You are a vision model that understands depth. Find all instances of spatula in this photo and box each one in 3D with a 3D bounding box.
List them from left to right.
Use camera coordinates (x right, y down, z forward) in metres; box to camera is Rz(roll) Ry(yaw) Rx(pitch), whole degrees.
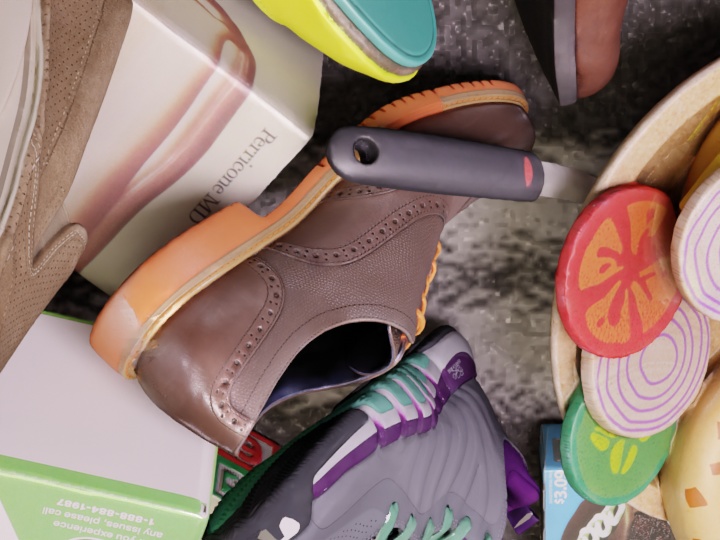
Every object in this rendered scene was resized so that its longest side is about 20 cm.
[{"bbox_3d":[0.069,-0.029,1.048,0.199,0.057,0.021,9,162,-38],"label":"spatula"}]

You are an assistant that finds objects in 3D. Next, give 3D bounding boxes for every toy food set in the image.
[{"bbox_3d":[0.150,0.009,1.062,0.198,0.049,0.200,36,93,-36],"label":"toy food set"}]

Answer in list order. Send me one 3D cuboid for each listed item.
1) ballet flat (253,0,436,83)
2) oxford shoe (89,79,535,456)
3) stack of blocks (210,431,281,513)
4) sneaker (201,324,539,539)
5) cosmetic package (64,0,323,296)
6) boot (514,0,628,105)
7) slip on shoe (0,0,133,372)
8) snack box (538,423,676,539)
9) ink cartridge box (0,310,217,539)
[{"bbox_3d":[-0.046,-0.146,1.029,0.067,0.067,0.200,-17,115,35],"label":"ballet flat"},{"bbox_3d":[0.000,0.000,1.035,0.073,0.200,0.071,45,145,15],"label":"oxford shoe"},{"bbox_3d":[-0.059,0.170,1.193,0.115,0.059,0.200,29,115,-13],"label":"stack of blocks"},{"bbox_3d":[0.017,0.083,1.057,0.074,0.200,0.088,-37,89,26],"label":"sneaker"},{"bbox_3d":[-0.120,-0.088,1.040,0.200,0.087,0.103,35,113,-16],"label":"cosmetic package"},{"bbox_3d":[0.150,-0.146,1.022,0.199,0.069,0.189,-8,125,-12],"label":"boot"},{"bbox_3d":[-0.116,-0.008,0.949,0.060,0.201,0.076,16,159,-26],"label":"slip on shoe"},{"bbox_3d":[0.128,0.153,1.190,0.116,0.037,0.201,-1,118,2],"label":"snack box"},{"bbox_3d":[-0.142,0.108,1.055,0.145,0.084,0.201,13,131,-9],"label":"ink cartridge box"}]
